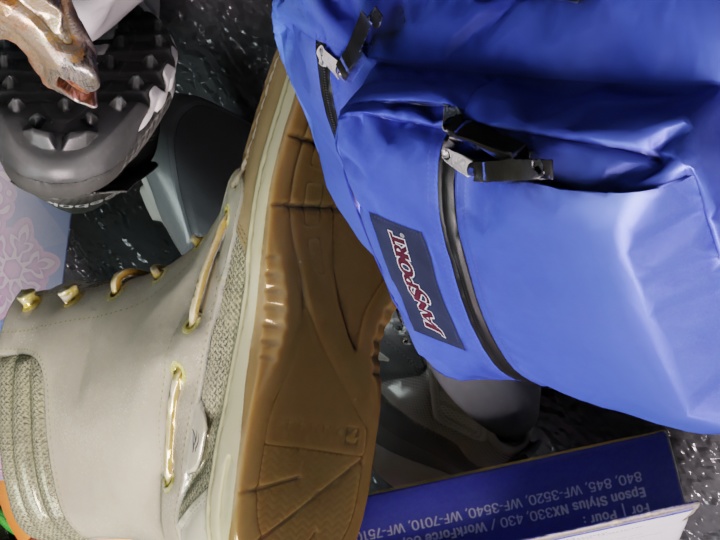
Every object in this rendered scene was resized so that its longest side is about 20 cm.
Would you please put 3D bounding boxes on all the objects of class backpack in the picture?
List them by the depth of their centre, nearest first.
[{"bbox_3d":[0.067,-0.051,0.778,0.200,0.168,0.163,15,134,42],"label":"backpack"}]

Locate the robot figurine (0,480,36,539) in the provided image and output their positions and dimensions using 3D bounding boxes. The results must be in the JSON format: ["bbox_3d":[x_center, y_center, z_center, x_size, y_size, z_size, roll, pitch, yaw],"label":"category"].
[{"bbox_3d":[-0.079,0.077,1.123,0.143,0.200,0.117,-21,80,17],"label":"robot figurine"}]

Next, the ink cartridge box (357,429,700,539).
[{"bbox_3d":[0.018,0.103,0.969,0.200,0.197,0.047,80,179,-73],"label":"ink cartridge box"}]

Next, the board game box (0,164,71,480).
[{"bbox_3d":[-0.184,-0.009,1.117,0.043,0.201,0.199,13,167,-32],"label":"board game box"}]

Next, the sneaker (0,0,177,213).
[{"bbox_3d":[-0.099,-0.055,0.957,0.066,0.200,0.091,-1,115,-4],"label":"sneaker"}]

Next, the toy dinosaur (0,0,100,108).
[{"bbox_3d":[-0.112,-0.153,0.763,0.085,0.201,0.136,2,175,-9],"label":"toy dinosaur"}]

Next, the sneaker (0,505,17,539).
[{"bbox_3d":[-0.145,0.117,1.224,0.085,0.199,0.078,25,123,51],"label":"sneaker"}]

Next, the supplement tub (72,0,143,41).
[{"bbox_3d":[-0.123,-0.183,0.867,0.200,0.132,0.132,44,151,-3],"label":"supplement tub"}]

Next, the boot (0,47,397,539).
[{"bbox_3d":[-0.054,0.003,0.908,0.072,0.201,0.154,16,172,-40],"label":"boot"}]

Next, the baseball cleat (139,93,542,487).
[{"bbox_3d":[0.000,0.000,1.040,0.106,0.070,0.200,-21,118,43],"label":"baseball cleat"}]

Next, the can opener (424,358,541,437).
[{"bbox_3d":[0.027,-0.030,0.939,0.053,0.067,0.200,-16,122,18],"label":"can opener"}]
